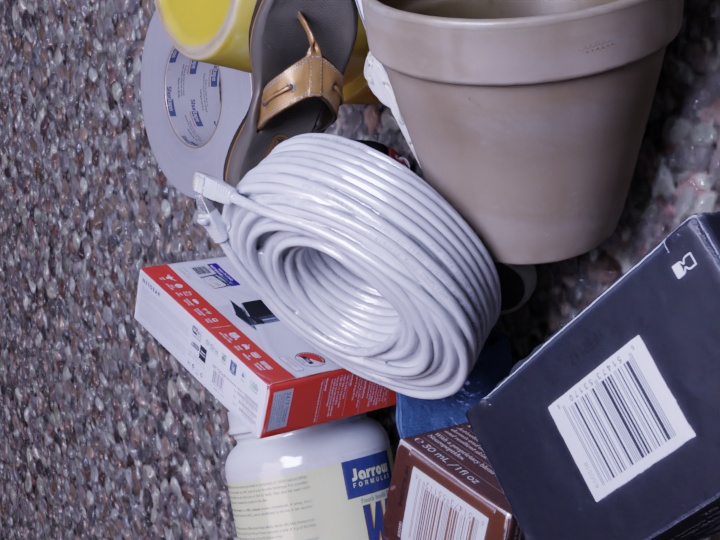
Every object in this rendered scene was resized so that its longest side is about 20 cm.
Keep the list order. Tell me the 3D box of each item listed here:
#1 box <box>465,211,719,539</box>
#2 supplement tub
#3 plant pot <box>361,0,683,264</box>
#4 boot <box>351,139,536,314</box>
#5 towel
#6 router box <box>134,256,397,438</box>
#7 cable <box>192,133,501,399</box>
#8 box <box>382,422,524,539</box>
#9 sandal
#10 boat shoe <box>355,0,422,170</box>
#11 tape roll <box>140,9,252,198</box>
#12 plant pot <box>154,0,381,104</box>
[{"bbox_3d":[0.201,0.064,0.642,0.197,0.198,0.118,-49,59,44],"label":"box"},{"bbox_3d":[-0.035,0.206,1.010,0.144,0.144,0.203,-17,83,51],"label":"supplement tub"},{"bbox_3d":[0.107,-0.107,0.763,0.199,0.199,0.175,25,131,47],"label":"plant pot"},{"bbox_3d":[0.048,-0.044,0.922,0.198,0.145,0.073,16,128,10],"label":"boot"},{"bbox_3d":[0.072,0.131,0.912,0.111,0.048,0.202,20,122,47],"label":"towel"},{"bbox_3d":[-0.062,0.051,0.988,0.199,0.178,0.049,35,123,42],"label":"router box"},{"bbox_3d":[0.000,0.000,0.801,0.198,0.069,0.201,13,145,37],"label":"cable"},{"bbox_3d":[0.122,0.140,0.755,0.100,0.198,0.076,28,115,44],"label":"box"},{"bbox_3d":[-0.048,-0.121,0.849,0.055,0.081,0.202,55,132,47],"label":"sandal"},{"bbox_3d":[0.034,-0.141,0.859,0.069,0.071,0.201,0,135,41],"label":"boat shoe"},{"bbox_3d":[-0.132,-0.170,1.129,0.199,0.066,0.203,13,107,49],"label":"tape roll"},{"bbox_3d":[-0.050,-0.226,0.917,0.200,0.187,0.203,14,108,49],"label":"plant pot"}]
